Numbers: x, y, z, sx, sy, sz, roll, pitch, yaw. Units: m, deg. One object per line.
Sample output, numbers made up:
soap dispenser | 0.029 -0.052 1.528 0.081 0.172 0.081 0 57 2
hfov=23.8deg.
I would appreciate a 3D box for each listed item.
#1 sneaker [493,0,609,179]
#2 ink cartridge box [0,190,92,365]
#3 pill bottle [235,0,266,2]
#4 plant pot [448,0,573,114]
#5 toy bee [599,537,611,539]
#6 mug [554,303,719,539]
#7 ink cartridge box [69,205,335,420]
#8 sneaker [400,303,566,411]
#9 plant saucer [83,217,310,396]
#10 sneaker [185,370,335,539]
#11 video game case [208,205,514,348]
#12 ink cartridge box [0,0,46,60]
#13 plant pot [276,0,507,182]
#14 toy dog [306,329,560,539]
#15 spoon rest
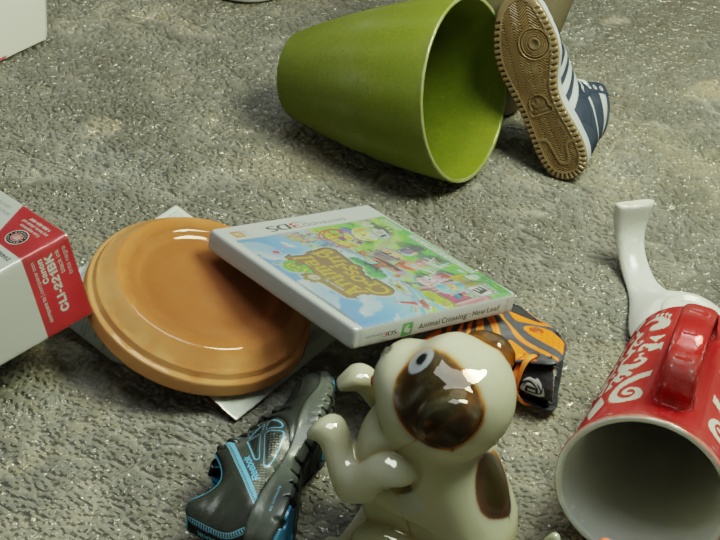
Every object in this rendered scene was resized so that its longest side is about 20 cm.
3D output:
sneaker | 0.201 -0.205 1.776 0.070 0.201 0.109 -10 19 30
ink cartridge box | -0.345 0.026 1.390 0.200 0.084 0.144 -32 38 -27
pill bottle | -0.132 -0.431 2.027 0.112 0.201 0.112 4 35 -3
plant pot | 0.141 -0.276 1.840 0.186 0.201 0.188 5 31 -3
toy bee | 0.143 0.236 1.186 0.131 0.109 0.200 27 40 31
mug | 0.256 0.109 1.343 0.133 0.178 0.200 41 34 -2
ink cartridge box | -0.142 0.044 1.493 0.200 0.047 0.160 38 42 14
sneaker | 0.104 0.083 1.427 0.112 0.078 0.200 27 39 29
plant saucer | -0.135 0.021 1.456 0.199 0.038 0.201 14 41 -12
sneaker | -0.072 0.140 1.322 0.082 0.073 0.200 11 34 10
video game case | 0.000 0.000 1.454 0.182 0.022 0.200 -11 32 -40
ink cartridge box | -0.468 -0.298 1.888 0.199 0.083 0.146 25 39 25
plant pot | 0.022 -0.192 1.751 0.199 0.188 0.187 8 31 30
toy dog | 0.052 0.136 1.233 0.193 0.201 0.139 24 39 25
spoon rest | 0.280 0.025 1.570 0.099 0.061 0.200 -5 49 -14
